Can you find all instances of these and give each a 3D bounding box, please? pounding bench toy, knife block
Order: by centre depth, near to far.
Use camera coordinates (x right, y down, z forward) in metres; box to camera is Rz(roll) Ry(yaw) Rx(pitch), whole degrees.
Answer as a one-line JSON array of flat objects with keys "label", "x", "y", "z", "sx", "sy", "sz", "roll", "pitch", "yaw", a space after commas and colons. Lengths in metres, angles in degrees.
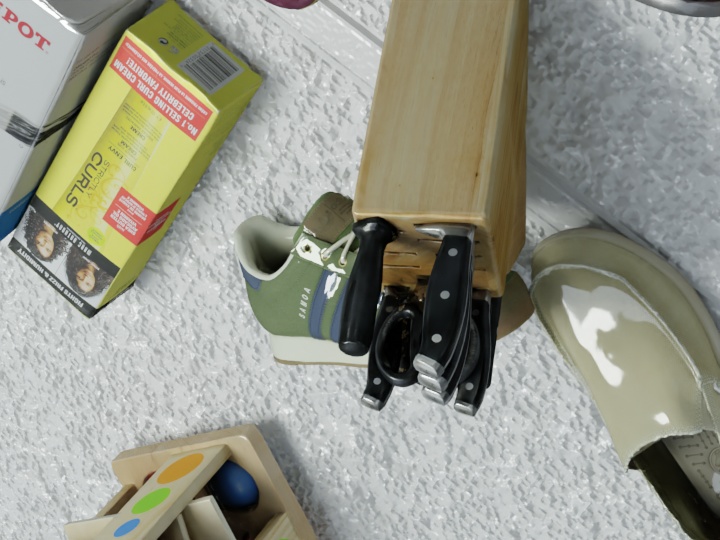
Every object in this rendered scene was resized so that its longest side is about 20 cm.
[{"label": "knife block", "x": 0.035, "y": -0.040, "z": 0.828, "sx": 0.064, "sy": 0.176, "sz": 0.201, "roll": 3, "pitch": 104, "yaw": 12}, {"label": "pounding bench toy", "x": -0.097, "y": 0.222, "z": 1.125, "sx": 0.124, "sy": 0.156, "sz": 0.201, "roll": -15, "pitch": 110, "yaw": 36}]

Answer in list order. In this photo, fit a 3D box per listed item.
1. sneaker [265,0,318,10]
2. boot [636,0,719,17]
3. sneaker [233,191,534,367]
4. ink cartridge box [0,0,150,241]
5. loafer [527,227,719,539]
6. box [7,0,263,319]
[{"label": "sneaker", "x": -0.090, "y": -0.210, "z": 0.889, "sx": 0.075, "sy": 0.090, "sz": 0.200, "roll": -24, "pitch": 104, "yaw": 39}, {"label": "boot", "x": 0.181, "y": -0.206, "z": 0.744, "sx": 0.188, "sy": 0.068, "sz": 0.201, "roll": 15, "pitch": 122, "yaw": 33}, {"label": "sneaker", "x": 0.000, "y": 0.000, "z": 0.969, "sx": 0.200, "sy": 0.067, "sz": 0.090, "roll": -6, "pitch": 115, "yaw": 50}, {"label": "ink cartridge box", "x": -0.223, "y": -0.129, "z": 1.027, "sx": 0.144, "sy": 0.084, "sz": 0.200, "roll": 40, "pitch": 132, "yaw": 3}, {"label": "loafer", "x": 0.157, "y": 0.065, "z": 0.927, "sx": 0.200, "sy": 0.068, "sz": 0.076, "roll": 49, "pitch": 131, "yaw": -5}, {"label": "box", "x": -0.135, "y": -0.061, "z": 1.039, "sx": 0.075, "sy": 0.050, "sz": 0.200, "roll": 42, "pitch": 131, "yaw": 3}]
